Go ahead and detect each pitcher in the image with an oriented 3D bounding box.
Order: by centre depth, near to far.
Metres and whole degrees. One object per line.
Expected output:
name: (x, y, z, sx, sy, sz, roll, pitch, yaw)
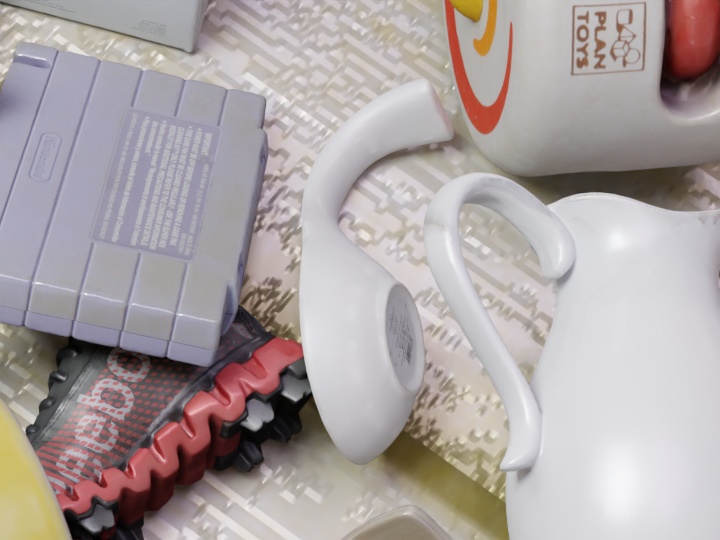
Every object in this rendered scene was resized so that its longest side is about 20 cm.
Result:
pitcher: (0.101, 0.060, 1.251, 0.171, 0.121, 0.201, 13, 63, -27)

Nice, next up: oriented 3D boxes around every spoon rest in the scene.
spoon rest: (0.000, 0.000, 1.335, 0.060, 0.099, 0.200, -8, 46, 21)

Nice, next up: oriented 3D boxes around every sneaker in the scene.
sneaker: (-0.116, 0.072, 1.277, 0.200, 0.071, 0.098, -35, 73, -26)

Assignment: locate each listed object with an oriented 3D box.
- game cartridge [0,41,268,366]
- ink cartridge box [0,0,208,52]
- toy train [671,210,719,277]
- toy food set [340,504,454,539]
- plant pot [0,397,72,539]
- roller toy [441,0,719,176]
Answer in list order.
game cartridge: (-0.111, -0.031, 1.309, 0.129, 0.038, 0.200, 16, 33, -5)
ink cartridge box: (-0.156, -0.205, 1.357, 0.199, 0.176, 0.084, 15, 60, -2)
toy train: (0.180, 0.073, 1.341, 0.150, 0.056, 0.201, -2, 69, 15)
toy food set: (0.020, 0.218, 1.183, 0.144, 0.060, 0.200, 46, 53, -32)
plant pot: (-0.213, 0.133, 1.115, 0.189, 0.201, 0.201, -20, 67, -22)
roller toy: (0.109, -0.138, 1.360, 0.139, 0.200, 0.183, -5, 69, -11)
